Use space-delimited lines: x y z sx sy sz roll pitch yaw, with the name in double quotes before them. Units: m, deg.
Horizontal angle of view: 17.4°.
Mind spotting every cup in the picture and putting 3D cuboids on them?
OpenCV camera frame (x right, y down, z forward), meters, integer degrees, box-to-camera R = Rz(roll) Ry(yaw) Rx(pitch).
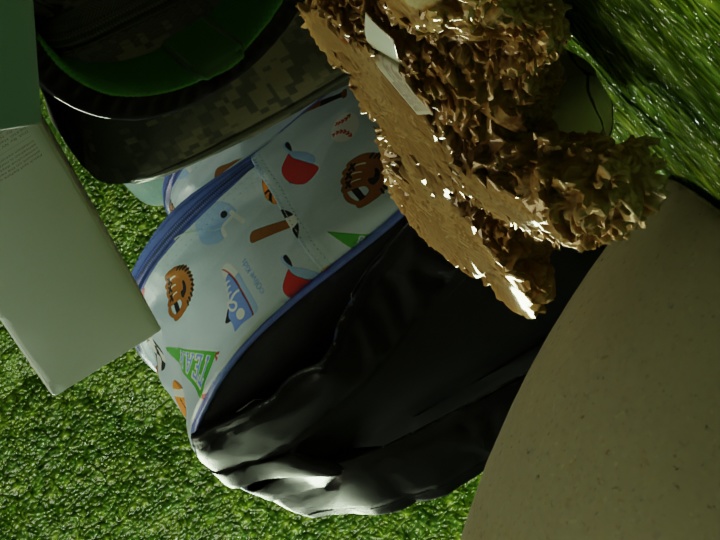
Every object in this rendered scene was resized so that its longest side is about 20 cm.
"cup" 0.113 0.093 0.755 0.200 0.143 0.200 47 -179 -1

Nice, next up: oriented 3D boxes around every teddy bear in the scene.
"teddy bear" 0.030 -0.069 0.651 0.145 0.067 0.200 35 164 48

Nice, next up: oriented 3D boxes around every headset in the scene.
"headset" -0.062 -0.127 0.669 0.094 0.123 0.201 36 154 42

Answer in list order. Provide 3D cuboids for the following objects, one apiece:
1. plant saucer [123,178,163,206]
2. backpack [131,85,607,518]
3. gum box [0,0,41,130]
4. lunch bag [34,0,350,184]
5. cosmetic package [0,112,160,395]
"plant saucer" -0.105 -0.130 1.058 0.038 0.202 0.201 2 -157 -24
"backpack" 0.000 0.000 0.939 0.154 0.190 0.200 48 -178 37
"gum box" -0.159 -0.133 0.661 0.200 0.044 0.171 16 112 54
"lunch bag" -0.082 -0.140 0.841 0.168 0.139 0.200 66 174 -18
"cosmetic package" -0.152 -0.073 0.817 0.200 0.052 0.151 55 171 32
